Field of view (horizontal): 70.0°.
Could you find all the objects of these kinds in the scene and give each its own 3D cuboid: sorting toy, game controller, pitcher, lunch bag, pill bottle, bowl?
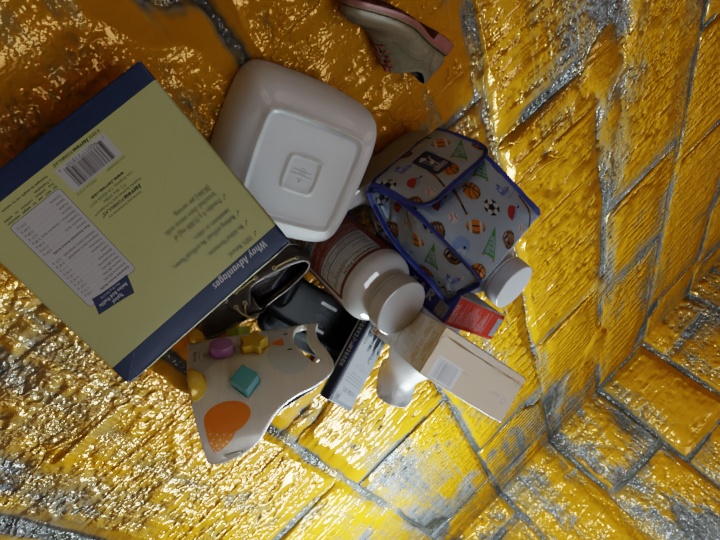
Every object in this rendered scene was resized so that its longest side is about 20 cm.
[{"bbox_3d":[-0.131,0.124,0.687,0.178,0.200,0.108,-16,118,-11],"label":"sorting toy"},{"bbox_3d":[-0.073,0.087,0.854,0.199,0.042,0.105,33,79,-34],"label":"game controller"},{"bbox_3d":[0.105,0.138,0.989,0.120,0.173,0.201,18,130,-14],"label":"pitcher"},{"bbox_3d":[0.125,-0.089,0.723,0.170,0.200,0.124,-42,178,-28],"label":"lunch bag"},{"bbox_3d":[0.000,0.000,0.758,0.111,0.200,0.113,-24,136,-26],"label":"pill bottle"},{"bbox_3d":[0.188,-0.033,0.871,0.111,0.200,0.112,-28,144,-23],"label":"pill bottle"},{"bbox_3d":[-0.080,-0.130,0.636,0.198,0.075,0.202,14,113,-30],"label":"bowl"}]

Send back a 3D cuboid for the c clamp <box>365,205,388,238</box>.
[{"bbox_3d":[0.104,-0.093,0.919,0.199,0.027,0.172,-32,138,-19],"label":"c clamp"}]

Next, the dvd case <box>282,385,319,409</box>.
[{"bbox_3d":[-0.158,0.212,0.822,0.148,0.200,0.016,-28,93,-24],"label":"dvd case"}]

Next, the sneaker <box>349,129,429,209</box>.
[{"bbox_3d":[0.042,-0.117,0.793,0.199,0.073,0.117,-35,128,-18],"label":"sneaker"}]

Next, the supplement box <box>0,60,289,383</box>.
[{"bbox_3d":[-0.213,-0.045,0.504,0.200,0.134,0.200,-41,107,-8],"label":"supplement box"}]

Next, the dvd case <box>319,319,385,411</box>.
[{"bbox_3d":[0.006,0.138,0.884,0.202,0.024,0.151,-61,159,-13],"label":"dvd case"}]

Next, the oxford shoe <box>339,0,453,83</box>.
[{"bbox_3d":[0.044,-0.294,0.667,0.198,0.071,0.075,4,124,-44],"label":"oxford shoe"}]

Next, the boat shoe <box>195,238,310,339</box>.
[{"bbox_3d":[-0.159,0.033,0.745,0.199,0.059,0.072,-41,141,-9],"label":"boat shoe"}]

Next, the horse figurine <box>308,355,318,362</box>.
[{"bbox_3d":[-0.027,0.111,0.942,0.132,0.050,0.202,10,114,-47],"label":"horse figurine"}]

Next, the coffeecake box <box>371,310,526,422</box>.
[{"bbox_3d":[0.122,0.123,0.769,0.153,0.200,0.074,33,89,-19],"label":"coffeecake box"}]

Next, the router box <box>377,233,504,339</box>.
[{"bbox_3d":[0.126,0.028,0.873,0.179,0.200,0.049,22,104,-51],"label":"router box"}]
